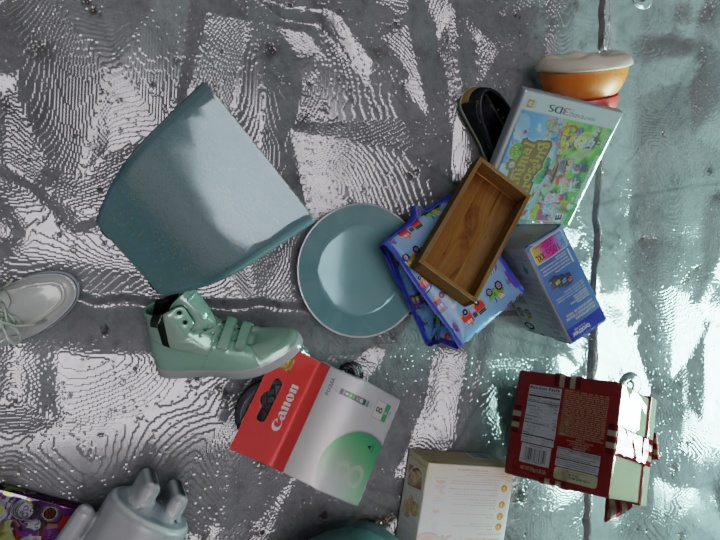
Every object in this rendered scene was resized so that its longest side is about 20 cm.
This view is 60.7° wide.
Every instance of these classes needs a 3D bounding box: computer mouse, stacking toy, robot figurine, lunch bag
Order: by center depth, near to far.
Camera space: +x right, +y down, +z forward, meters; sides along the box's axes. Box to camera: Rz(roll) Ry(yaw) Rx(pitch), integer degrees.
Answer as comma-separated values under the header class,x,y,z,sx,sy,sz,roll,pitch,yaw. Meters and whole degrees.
class,x,y,z,sx,sy,sz,roll,pitch,yaw
robot figurine,-0.298,0.357,0.779,0.169,0.113,0.200,34,81,-19
computer mouse,-0.092,0.199,0.883,0.200,0.053,0.139,5,88,-32
lunch bag,0.127,-0.009,0.917,0.150,0.094,0.200,-35,102,-25
stacking toy,0.357,-0.249,0.999,0.146,0.146,0.201,-12,113,-19

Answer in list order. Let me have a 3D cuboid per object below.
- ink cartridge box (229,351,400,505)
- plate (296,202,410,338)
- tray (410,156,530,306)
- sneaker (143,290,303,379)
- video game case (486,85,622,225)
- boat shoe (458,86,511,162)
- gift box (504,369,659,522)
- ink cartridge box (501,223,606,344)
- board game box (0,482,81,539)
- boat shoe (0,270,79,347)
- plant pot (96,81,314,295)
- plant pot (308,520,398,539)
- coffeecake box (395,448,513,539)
class,x,y,z,sx,sy,sz,roll,pitch,yaw
ink cartridge box,-0.055,0.212,0.848,0.200,0.050,0.161,33,72,-29
plate,0.000,0.000,0.919,0.200,0.026,0.201,-1,92,-19
tray,0.162,-0.058,0.888,0.099,0.037,0.200,35,66,-7
sneaker,-0.179,0.074,0.788,0.200,0.074,0.118,-7,121,3
video game case,0.289,-0.170,0.957,0.182,0.022,0.200,6,121,-20
boat shoe,0.229,-0.205,0.973,0.075,0.062,0.200,-41,106,-14
gift box,0.334,0.268,0.942,0.187,0.184,0.201,25,77,-45
ink cartridge box,0.292,0.031,0.963,0.076,0.136,0.200,-30,101,-11
board game box,-0.439,0.383,0.777,0.120,0.032,0.200,24,84,-23
boat shoe,-0.439,0.059,0.733,0.202,0.086,0.075,-24,99,-17
plant pot,-0.205,-0.081,0.763,0.200,0.196,0.196,-39,104,-6
plant pot,-0.005,0.441,0.859,0.134,0.200,0.201,-34,104,-43
coffeecake box,0.142,0.390,0.955,0.153,0.073,0.201,10,88,-20
